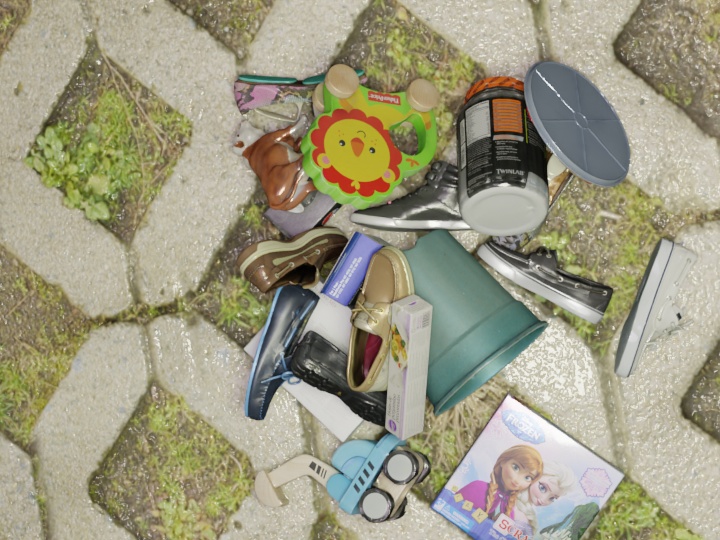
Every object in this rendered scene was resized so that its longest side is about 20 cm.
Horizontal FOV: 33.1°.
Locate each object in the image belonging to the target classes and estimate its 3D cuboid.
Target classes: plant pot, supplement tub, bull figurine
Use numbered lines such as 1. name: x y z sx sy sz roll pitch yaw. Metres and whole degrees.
1. plant pot: 0.120 0.061 1.669 0.200 0.200 0.196 -40 78 6
2. supplement tub: 0.192 -0.158 1.651 0.122 0.123 0.201 -3 56 8
3. bull figurine: -0.110 -0.160 1.711 0.121 0.065 0.200 -36 45 8

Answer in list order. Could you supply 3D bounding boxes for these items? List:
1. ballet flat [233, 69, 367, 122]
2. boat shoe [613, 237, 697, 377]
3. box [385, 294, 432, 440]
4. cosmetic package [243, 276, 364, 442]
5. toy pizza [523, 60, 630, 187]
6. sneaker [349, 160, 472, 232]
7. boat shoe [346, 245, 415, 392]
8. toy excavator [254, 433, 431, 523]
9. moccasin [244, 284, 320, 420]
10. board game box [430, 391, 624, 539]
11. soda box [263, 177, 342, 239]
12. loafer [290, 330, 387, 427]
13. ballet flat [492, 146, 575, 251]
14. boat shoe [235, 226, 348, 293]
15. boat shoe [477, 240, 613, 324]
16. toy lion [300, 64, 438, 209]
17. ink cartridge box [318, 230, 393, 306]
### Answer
1. ballet flat: -0.085 -0.251 1.755 0.199 0.069 0.071 -1 108 11
2. boat shoe: 0.421 0.062 1.686 0.086 0.075 0.202 21 84 4
3. box: 0.063 0.128 1.594 0.039 0.041 0.201 33 132 42
4. cosmetic package: -0.044 0.124 1.753 0.200 0.052 0.151 43 98 5
5. toy pizza: 0.290 -0.197 1.653 0.032 0.200 0.200 -37 85 41
6. sneaker: 0.084 -0.106 1.729 0.199 0.071 0.100 -1 89 2
7. boat shoe: 0.022 0.068 1.596 0.074 0.066 0.201 16 107 41
8. toy excavator: -0.028 0.293 1.741 0.200 0.100 0.195 34 93 19
9. moccasin: -0.109 0.118 1.698 0.068 0.080 0.201 17 94 3
10. board game box: 0.236 0.310 1.722 0.200 0.041 0.200 34 94 6
11. soda box: -0.044 -0.128 1.746 0.071 0.063 0.200 45 95 5
12. loafer: -0.004 0.153 1.682 0.200 0.068 0.071 34 58 -16
13. ballet flat: 0.249 -0.113 1.704 0.072 0.072 0.201 34 95 6
14. boat shoe: -0.083 -0.006 1.691 0.075 0.202 0.075 54 131 18
15. boat shoe: 0.262 0.001 1.699 0.200 0.070 0.066 30 101 4
16. toy lion: 0.014 -0.175 1.656 0.199 0.069 0.192 5 68 -25
17. ink cartridge box: 0.000 0.000 1.671 0.039 0.200 0.100 32 95 10
